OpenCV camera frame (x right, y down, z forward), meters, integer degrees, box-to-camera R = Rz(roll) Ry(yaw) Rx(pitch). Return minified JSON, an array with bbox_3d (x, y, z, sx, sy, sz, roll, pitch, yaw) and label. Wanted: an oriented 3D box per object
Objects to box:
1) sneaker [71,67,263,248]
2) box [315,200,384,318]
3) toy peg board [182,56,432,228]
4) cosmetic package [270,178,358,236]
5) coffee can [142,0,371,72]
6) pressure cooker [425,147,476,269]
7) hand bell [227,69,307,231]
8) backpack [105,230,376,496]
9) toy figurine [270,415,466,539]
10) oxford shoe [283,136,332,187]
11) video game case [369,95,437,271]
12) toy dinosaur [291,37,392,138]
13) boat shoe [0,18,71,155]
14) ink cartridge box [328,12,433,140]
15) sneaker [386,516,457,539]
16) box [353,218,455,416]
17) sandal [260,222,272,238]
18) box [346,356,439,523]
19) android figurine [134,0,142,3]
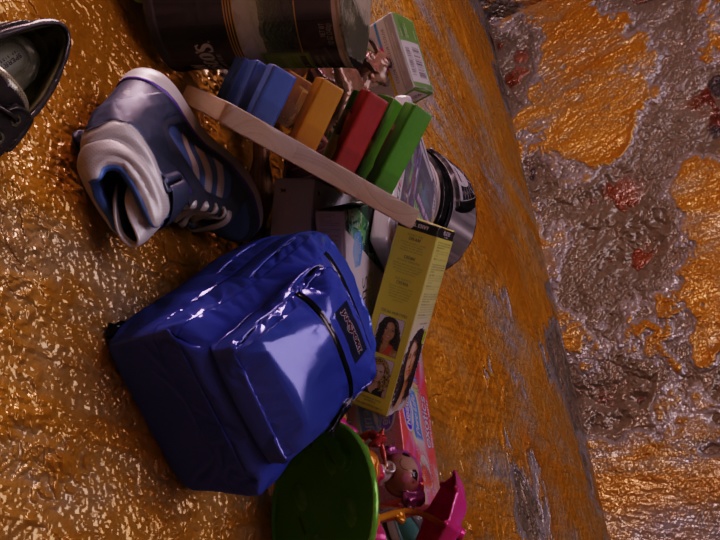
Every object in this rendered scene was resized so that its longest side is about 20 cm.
[{"bbox_3d":[-0.164,-0.056,0.661,0.201,0.079,0.149,57,32,-39],"label":"sneaker"},{"bbox_3d":[0.000,0.000,0.828,0.200,0.035,0.149,-31,122,-72],"label":"box"},{"bbox_3d":[-0.045,-0.145,0.714,0.196,0.099,0.200,27,5,-27],"label":"toy peg board"},{"bbox_3d":[-0.048,0.015,0.823,0.150,0.050,0.206,9,84,-68],"label":"cosmetic package"},{"bbox_3d":[-0.098,-0.277,0.767,0.146,0.194,0.151,2,90,-77],"label":"coffee can"},{"bbox_3d":[0.069,-0.088,1.124,0.199,0.172,0.183,21,84,-62],"label":"pressure cooker"},{"bbox_3d":[-0.113,-0.145,0.872,0.104,0.102,0.206,26,62,-61],"label":"hand bell"},{"bbox_3d":[-0.068,0.066,0.635,0.200,0.165,0.166,-42,119,-48],"label":"backpack"},{"bbox_3d":[0.019,0.215,0.748,0.181,0.151,0.202,18,29,-39],"label":"toy figurine"},{"bbox_3d":[-0.065,-0.123,0.919,0.201,0.069,0.076,93,-20,-68],"label":"oxford shoe"},{"bbox_3d":[0.057,-0.070,0.912,0.201,0.023,0.186,61,36,-60],"label":"video game case"},{"bbox_3d":[-0.027,-0.225,0.900,0.200,0.083,0.140,2,92,-75],"label":"toy dinosaur"},{"bbox_3d":[-0.248,-0.112,0.499,0.072,0.065,0.203,57,26,-34],"label":"boat shoe"},{"bbox_3d":[-0.004,-0.252,1.054,0.059,0.197,0.106,-6,77,-54],"label":"ink cartridge box"},{"bbox_3d":[0.094,0.344,0.971,0.204,0.078,0.071,67,22,-13],"label":"sneaker"},{"bbox_3d":[0.045,0.047,0.818,0.075,0.049,0.205,1,105,-70],"label":"box"},{"bbox_3d":[-0.091,-0.017,0.842,0.203,0.047,0.077,-66,151,-43],"label":"sandal"},{"bbox_3d":[0.025,0.182,0.908,0.102,0.093,0.205,39,39,-53],"label":"box"},{"bbox_3d":[-0.237,-0.356,0.751,0.201,0.040,0.186,-62,132,-64],"label":"android figurine"}]
